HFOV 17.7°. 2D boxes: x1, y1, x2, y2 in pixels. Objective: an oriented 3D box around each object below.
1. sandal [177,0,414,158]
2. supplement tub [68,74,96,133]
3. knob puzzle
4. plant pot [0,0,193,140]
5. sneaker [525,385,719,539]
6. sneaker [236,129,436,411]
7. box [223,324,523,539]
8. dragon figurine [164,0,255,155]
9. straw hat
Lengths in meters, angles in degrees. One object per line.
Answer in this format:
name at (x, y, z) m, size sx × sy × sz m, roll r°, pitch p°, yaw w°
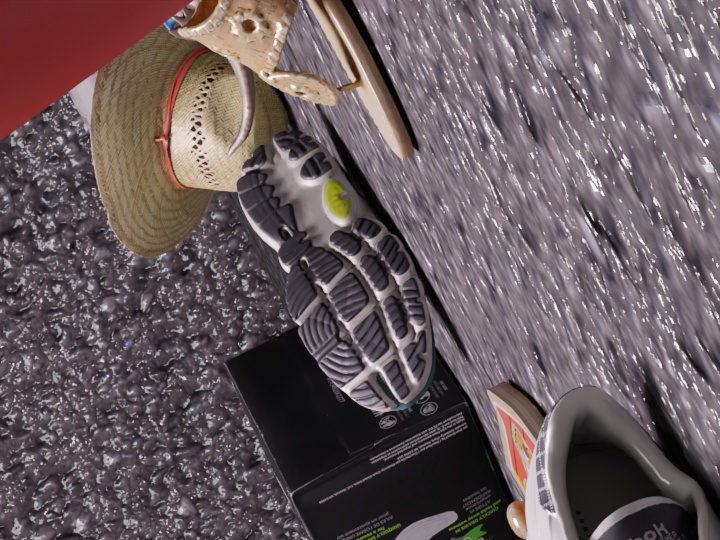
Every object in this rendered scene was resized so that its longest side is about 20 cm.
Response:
sandal at (-0.054, -0.130, 1.015) m, size 0.212 × 0.070 × 0.078 m, roll 63°, pitch 176°, yaw -15°
supplement tub at (-0.297, -0.257, 2.742) m, size 0.200 × 0.132 × 0.132 m, roll 66°, pitch 174°, yaw -33°
knob puzzle at (0.103, 0.142, 1.104) m, size 0.220 × 0.030 × 0.220 m, roll 62°, pitch 176°, yaw 8°
plant pot at (-0.123, -0.166, 0.887) m, size 0.200 × 0.177 × 0.200 m, roll 61°, pitch 176°, yaw 8°
sneaker at (0.107, 0.130, 0.741) m, size 0.200 × 0.076 × 0.081 m, roll 58°, pitch 165°, yaw 33°
sneaker at (0.000, 0.000, 1.325) m, size 0.080 × 0.078 × 0.200 m, roll 38°, pitch -159°, yaw -49°
box at (0.019, 0.139, 1.481) m, size 0.149 × 0.124 × 0.200 m, roll 58°, pitch 173°, yaw 52°
dragon figurine at (-0.100, -0.174, 1.360) m, size 0.200 × 0.059 × 0.099 m, roll 65°, pitch 175°, yaw -20°
straw hat at (-0.097, -0.100, 1.579) m, size 0.085 × 0.201 × 0.201 m, roll 12°, pitch 148°, yaw 26°
